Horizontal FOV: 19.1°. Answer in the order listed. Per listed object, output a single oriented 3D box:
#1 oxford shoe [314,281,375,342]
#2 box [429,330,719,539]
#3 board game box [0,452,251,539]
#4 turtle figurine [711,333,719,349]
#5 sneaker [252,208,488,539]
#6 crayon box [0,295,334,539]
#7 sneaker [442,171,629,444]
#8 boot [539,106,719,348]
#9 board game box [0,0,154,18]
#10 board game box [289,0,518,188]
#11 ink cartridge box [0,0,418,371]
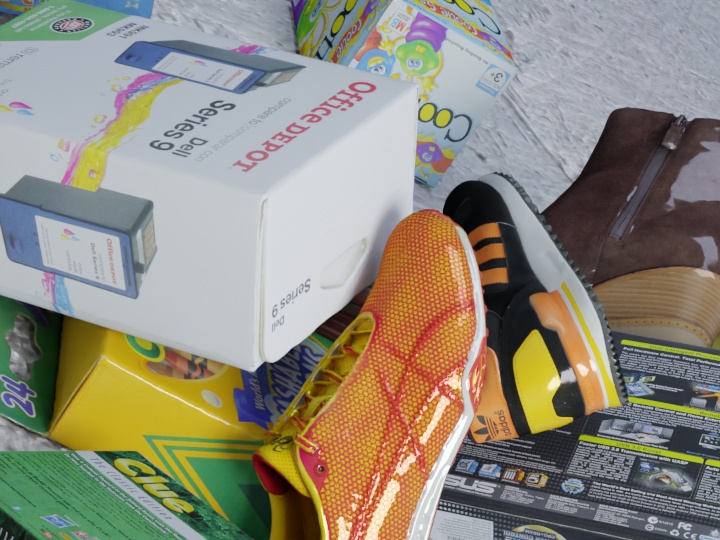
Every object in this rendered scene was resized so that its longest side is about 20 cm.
[{"bbox_3d":[0.000,0.000,1.059,0.070,0.075,0.200,28,-4,-4],"label":"oxford shoe"},{"bbox_3d":[0.138,0.095,1.034,0.199,0.044,0.160,10,34,17],"label":"box"},{"bbox_3d":[-0.064,0.118,0.777,0.105,0.024,0.200,3,21,-46],"label":"board game box"},{"bbox_3d":[0.193,0.049,1.295,0.193,0.144,0.200,27,11,19],"label":"turtle figurine"},{"bbox_3d":[0.000,0.064,0.895,0.077,0.201,0.073,23,-18,-24],"label":"sneaker"},{"bbox_3d":[-0.070,0.055,0.973,0.200,0.052,0.126,29,23,-19],"label":"crayon box"},{"bbox_3d":[0.058,0.017,1.055,0.200,0.090,0.070,-122,-169,-59],"label":"sneaker"},{"bbox_3d":[0.121,-0.020,1.215,0.199,0.072,0.167,10,58,19],"label":"boot"},{"bbox_3d":[-0.207,-0.209,1.263,0.151,0.037,0.200,7,30,-19],"label":"board game box"},{"bbox_3d":[0.026,-0.164,1.487,0.105,0.103,0.200,28,23,-20],"label":"board game box"},{"bbox_3d":[-0.092,-0.044,0.946,0.199,0.088,0.145,18,31,23],"label":"ink cartridge box"}]
